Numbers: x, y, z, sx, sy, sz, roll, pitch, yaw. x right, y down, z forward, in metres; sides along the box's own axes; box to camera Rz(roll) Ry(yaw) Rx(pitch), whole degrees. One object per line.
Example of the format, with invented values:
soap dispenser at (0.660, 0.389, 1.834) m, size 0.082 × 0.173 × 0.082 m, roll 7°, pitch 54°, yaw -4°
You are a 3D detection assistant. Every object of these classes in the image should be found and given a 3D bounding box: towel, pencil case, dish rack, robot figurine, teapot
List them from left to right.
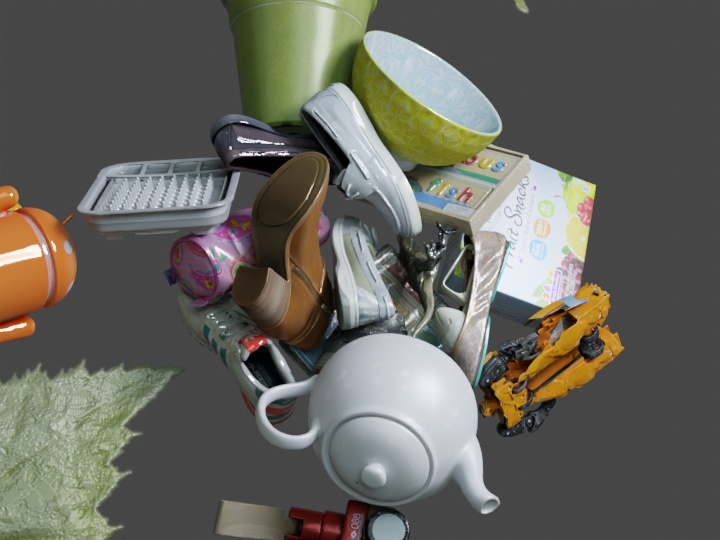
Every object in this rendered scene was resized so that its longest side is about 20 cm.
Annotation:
robot figurine at (-0.390, -0.003, 1.215) m, size 0.199 × 0.116 × 0.145 m, roll -20°, pitch 79°, yaw -42°
dish rack at (-0.221, -0.081, 1.287) m, size 0.170 × 0.200 × 0.044 m, roll -3°, pitch 110°, yaw -1°
pencil case at (-0.127, -0.029, 1.309) m, size 0.199 × 0.088 × 0.088 m, roll -30°, pitch 76°, yaw -43°
towel at (0.016, 0.073, 1.364) m, size 0.147 × 0.022 × 0.200 m, roll 46°, pitch 62°, yaw 7°
teapot at (0.022, 0.172, 1.188) m, size 0.198 × 0.199 × 0.146 m, roll 57°, pitch 28°, yaw -16°
robot figurine at (0.217, 0.109, 1.349) m, size 0.199 × 0.146 × 0.058 m, roll -33°, pitch 38°, yaw -11°

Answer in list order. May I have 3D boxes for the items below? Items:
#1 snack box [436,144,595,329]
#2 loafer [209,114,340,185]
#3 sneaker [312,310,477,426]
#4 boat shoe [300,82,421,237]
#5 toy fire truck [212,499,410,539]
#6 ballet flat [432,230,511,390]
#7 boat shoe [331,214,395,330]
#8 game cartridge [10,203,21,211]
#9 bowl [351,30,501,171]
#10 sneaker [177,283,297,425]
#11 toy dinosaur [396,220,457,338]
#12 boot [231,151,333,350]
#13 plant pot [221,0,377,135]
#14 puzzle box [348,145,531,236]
snack box at (0.200, -0.041, 1.442) m, size 0.167 × 0.068 × 0.201 m, roll 21°, pitch 61°, yaw -9°
loafer at (-0.086, -0.126, 1.345) m, size 0.199 × 0.072 × 0.063 m, roll 13°, pitch 45°, yaw -33°
sneaker at (0.055, 0.111, 1.304) m, size 0.198 × 0.076 × 0.115 m, roll 25°, pitch 67°, yaw 1°
boat shoe at (-0.003, -0.118, 1.321) m, size 0.071 × 0.070 × 0.202 m, roll -31°, pitch 90°, yaw -16°
toy fire truck at (-0.058, 0.318, 1.184) m, size 0.198 × 0.129 × 0.177 m, roll 11°, pitch 63°, yaw 2°
ballet flat at (0.121, 0.042, 1.322) m, size 0.067 × 0.068 × 0.202 m, roll 19°, pitch 65°, yaw -6°
boat shoe at (0.000, -0.001, 1.324) m, size 0.064 × 0.075 × 0.202 m, roll -3°, pitch 29°, yaw -2°
game cartridge at (-0.514, -0.068, 1.271) m, size 0.199 × 0.032 × 0.177 m, roll 37°, pitch 61°, yaw 1°
bowl at (0.061, -0.187, 1.378) m, size 0.199 × 0.108 × 0.201 m, roll 28°, pitch 28°, yaw -16°
sneaker at (-0.133, 0.076, 1.279) m, size 0.070 × 0.094 × 0.200 m, roll -30°, pitch 77°, yaw -26°
toy dinosaur at (0.076, -0.004, 1.323) m, size 0.047 × 0.089 × 0.201 m, roll 18°, pitch 29°, yaw -12°
boot at (-0.060, -0.016, 1.274) m, size 0.076 × 0.155 × 0.202 m, roll 7°, pitch 71°, yaw 29°
plant pot at (-0.080, -0.252, 1.407) m, size 0.198 × 0.200 × 0.192 m, roll 5°, pitch 76°, yaw -14°
puzzle box at (0.095, -0.117, 1.408) m, size 0.199 × 0.026 × 0.133 m, roll 19°, pitch 53°, yaw 36°
